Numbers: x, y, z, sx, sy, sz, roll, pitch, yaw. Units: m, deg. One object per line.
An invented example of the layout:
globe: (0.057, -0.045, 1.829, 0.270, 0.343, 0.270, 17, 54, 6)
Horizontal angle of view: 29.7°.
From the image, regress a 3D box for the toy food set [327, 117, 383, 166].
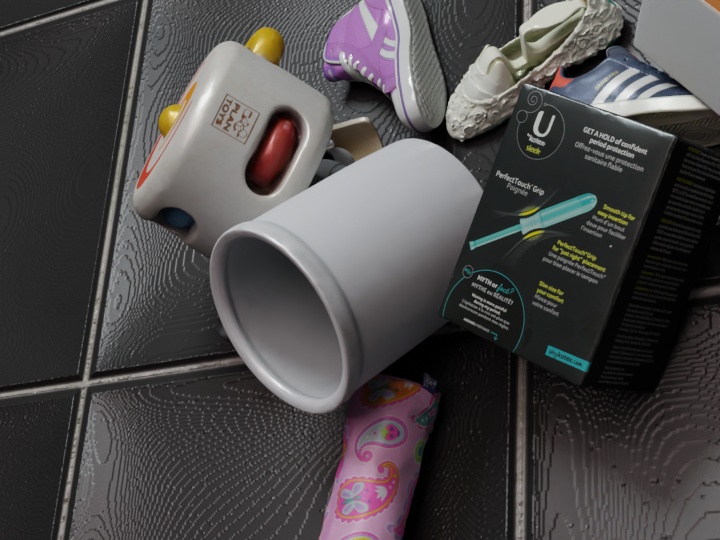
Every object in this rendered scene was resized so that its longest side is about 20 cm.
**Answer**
toy food set: (-0.049, -0.043, 1.319, 0.142, 0.060, 0.203, -13, 60, 25)

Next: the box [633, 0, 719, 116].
box: (0.336, -0.185, 1.083, 0.124, 0.098, 0.200, -34, 62, -20)

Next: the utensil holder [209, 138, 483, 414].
utensil holder: (0.000, 0.000, 1.154, 0.199, 0.172, 0.169, -31, 43, -34)

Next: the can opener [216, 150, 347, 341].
can opener: (-0.066, -0.017, 1.272, 0.202, 0.052, 0.066, -60, 23, -1)

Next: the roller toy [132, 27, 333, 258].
roller toy: (-0.121, -0.110, 1.243, 0.201, 0.139, 0.183, -53, 17, 27)

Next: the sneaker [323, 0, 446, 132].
sneaker: (0.020, -0.195, 1.354, 0.113, 0.073, 0.202, -27, 44, 21)

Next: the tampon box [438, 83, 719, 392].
tampon box: (0.184, -0.025, 1.091, 0.149, 0.126, 0.202, 26, 100, 37)

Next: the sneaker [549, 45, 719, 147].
sneaker: (0.251, -0.157, 1.185, 0.198, 0.075, 0.086, 1, 67, 30)

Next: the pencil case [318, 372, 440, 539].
pencil case: (0.013, 0.187, 1.153, 0.086, 0.087, 0.202, 2, 67, 32)

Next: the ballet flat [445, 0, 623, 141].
ballet flat: (0.152, -0.203, 1.275, 0.199, 0.072, 0.072, -35, 53, 13)
